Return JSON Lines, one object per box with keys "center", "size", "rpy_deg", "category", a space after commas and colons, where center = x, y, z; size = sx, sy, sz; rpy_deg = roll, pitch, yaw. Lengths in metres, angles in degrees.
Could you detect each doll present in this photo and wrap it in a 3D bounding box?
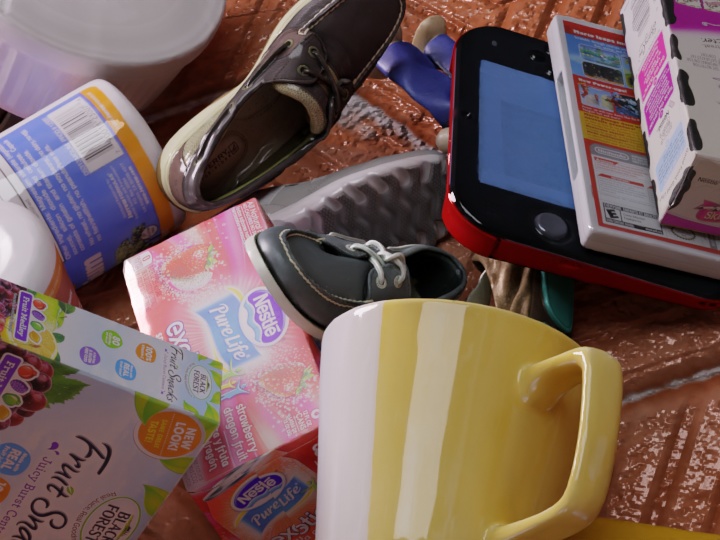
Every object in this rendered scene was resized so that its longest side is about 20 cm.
{"center": [0.092, -0.093, 1.732], "size": [0.136, 0.049, 0.200], "rpy_deg": [-11, 42, -38], "category": "doll"}

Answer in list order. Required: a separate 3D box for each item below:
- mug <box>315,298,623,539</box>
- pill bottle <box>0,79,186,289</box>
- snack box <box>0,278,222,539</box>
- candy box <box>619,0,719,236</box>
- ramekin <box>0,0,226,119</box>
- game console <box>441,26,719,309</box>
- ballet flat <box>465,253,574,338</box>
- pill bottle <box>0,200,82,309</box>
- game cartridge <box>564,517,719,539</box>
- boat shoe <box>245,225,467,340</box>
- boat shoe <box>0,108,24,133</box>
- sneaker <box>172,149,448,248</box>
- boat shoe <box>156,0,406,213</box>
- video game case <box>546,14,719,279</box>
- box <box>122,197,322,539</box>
{"center": [0.043, 0.107, 1.407], "size": [0.149, 0.187, 0.153], "rpy_deg": [12, 65, -2], "category": "mug"}
{"center": [-0.221, -0.028, 1.737], "size": [0.200, 0.112, 0.112], "rpy_deg": [-32, 45, -14], "category": "pill bottle"}
{"center": [-0.181, 0.105, 1.496], "size": [0.142, 0.200, 0.053], "rpy_deg": [21, 39, -19], "category": "snack box"}
{"center": [0.239, -0.101, 1.658], "size": [0.136, 0.061, 0.200], "rpy_deg": [12, 41, -14], "category": "candy box"}
{"center": [-0.200, -0.186, 1.851], "size": [0.202, 0.094, 0.203], "rpy_deg": [15, 48, -17], "category": "ramekin"}
{"center": [0.137, -0.066, 1.659], "size": [0.177, 0.031, 0.200], "rpy_deg": [13, 42, -7], "category": "game console"}
{"center": [0.093, 0.046, 1.602], "size": [0.072, 0.068, 0.200], "rpy_deg": [-27, 40, 20], "category": "ballet flat"}
{"center": [-0.202, 0.065, 1.571], "size": [0.112, 0.200, 0.112], "rpy_deg": [-10, 43, 9], "category": "pill bottle"}
{"center": [0.092, 0.201, 1.461], "size": [0.200, 0.032, 0.176], "rpy_deg": [7, 49, 23], "category": "game cartridge"}
{"center": [0.000, 0.000, 1.578], "size": [0.062, 0.200, 0.073], "rpy_deg": [-35, 68, 17], "category": "boat shoe"}
{"center": [-0.268, -0.176, 1.916], "size": [0.072, 0.068, 0.200], "rpy_deg": [-52, 32, 29], "category": "boat shoe"}
{"center": [-0.032, -0.037, 1.711], "size": [0.200, 0.075, 0.082], "rpy_deg": [-19, 36, -7], "category": "sneaker"}
{"center": [-0.039, -0.107, 1.702], "size": [0.200, 0.073, 0.065], "rpy_deg": [-48, 28, -5], "category": "boat shoe"}
{"center": [0.190, -0.072, 1.663], "size": [0.143, 0.017, 0.200], "rpy_deg": [13, 42, -16], "category": "video game case"}
{"center": [-0.060, 0.068, 1.585], "size": [0.095, 0.103, 0.200], "rpy_deg": [-27, 42, 5], "category": "box"}
